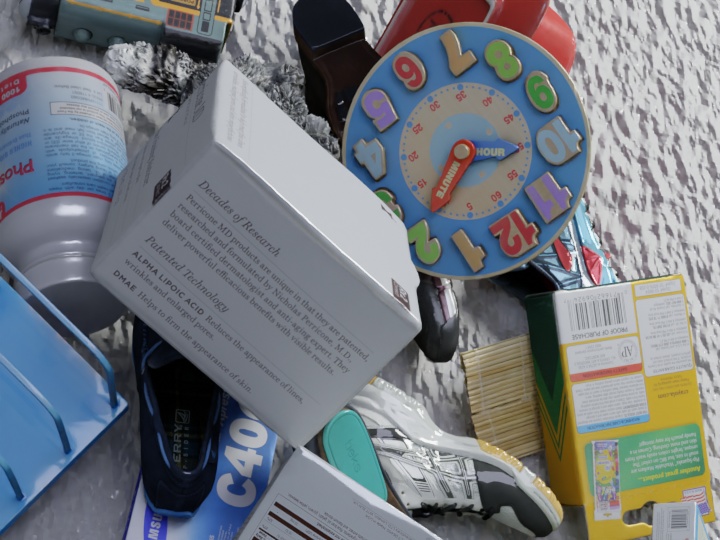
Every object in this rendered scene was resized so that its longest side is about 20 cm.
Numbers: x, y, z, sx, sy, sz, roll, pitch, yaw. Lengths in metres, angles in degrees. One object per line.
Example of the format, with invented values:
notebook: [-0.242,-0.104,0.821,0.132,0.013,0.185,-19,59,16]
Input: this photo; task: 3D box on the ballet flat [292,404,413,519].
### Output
ballet flat: [-0.001,0.184,1.330,0.073,0.073,0.202,-34,111,-35]

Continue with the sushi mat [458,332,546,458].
sushi mat: [0.171,0.090,1.471,0.198,0.012,0.097,-15,100,-26]

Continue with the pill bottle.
pill bottle: [-0.230,-0.056,1.388,0.108,0.109,0.202,1,57,-20]

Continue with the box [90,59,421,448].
box: [-0.071,-0.016,1.285,0.200,0.131,0.199,42,15,-16]

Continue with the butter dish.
butter dish: [0.112,-0.171,1.537,0.147,0.201,0.200,20,20,-34]

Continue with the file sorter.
file sorter: [-0.278,0.101,1.224,0.139,0.123,0.200,42,73,10]

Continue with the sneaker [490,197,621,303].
sneaker: [0.149,-0.025,1.530,0.095,0.080,0.201,-13,63,-25]

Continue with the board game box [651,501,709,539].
board game box: [0.240,0.292,1.326,0.034,0.135,0.202,-5,51,20]

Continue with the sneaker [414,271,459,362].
sneaker: [0.000,0.000,1.470,0.114,0.076,0.201,-9,51,-19]

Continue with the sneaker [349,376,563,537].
sneaker: [0.056,0.165,1.386,0.199,0.076,0.088,29,68,3]

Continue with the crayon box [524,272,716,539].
crayon box: [0.208,0.111,1.446,0.124,0.051,0.202,-7,88,-25]

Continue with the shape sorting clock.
shape sorting clock: [0.081,-0.093,1.411,0.198,0.039,0.203,0,93,10]

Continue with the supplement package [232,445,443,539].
supplement package: [-0.041,0.242,1.172,0.146,0.191,0.201,33,80,1]

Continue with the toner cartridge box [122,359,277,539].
toner cartridge box: [-0.116,0.152,1.336,0.094,0.043,0.202,15,54,-8]

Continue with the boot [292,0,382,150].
boot: [-0.003,-0.133,1.523,0.074,0.097,0.201,-16,61,-10]

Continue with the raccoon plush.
raccoon plush: [-0.108,-0.107,1.446,0.198,0.098,0.134,4,29,-22]

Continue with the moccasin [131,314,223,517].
moccasin: [-0.123,0.078,1.311,0.080,0.068,0.202,1,57,-18]

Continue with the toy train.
toy train: [-0.194,-0.236,1.540,0.198,0.085,0.115,12,64,-13]
